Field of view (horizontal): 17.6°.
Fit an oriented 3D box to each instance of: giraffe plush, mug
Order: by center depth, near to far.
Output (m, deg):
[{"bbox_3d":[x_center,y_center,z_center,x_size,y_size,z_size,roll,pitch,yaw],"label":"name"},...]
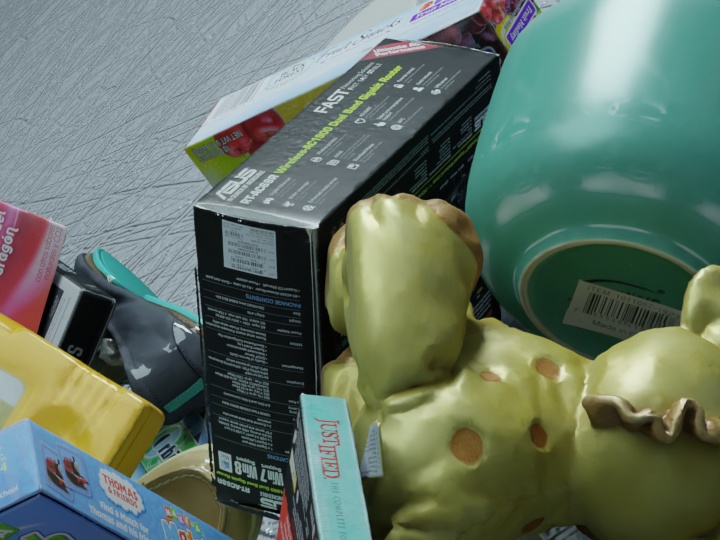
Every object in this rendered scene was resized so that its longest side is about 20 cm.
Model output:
[{"bbox_3d":[0.073,0.059,0.882,0.162,0.173,0.200,1,10,-7],"label":"giraffe plush"},{"bbox_3d":[0.133,-0.031,0.968,0.185,0.152,0.114,-16,41,39],"label":"mug"}]

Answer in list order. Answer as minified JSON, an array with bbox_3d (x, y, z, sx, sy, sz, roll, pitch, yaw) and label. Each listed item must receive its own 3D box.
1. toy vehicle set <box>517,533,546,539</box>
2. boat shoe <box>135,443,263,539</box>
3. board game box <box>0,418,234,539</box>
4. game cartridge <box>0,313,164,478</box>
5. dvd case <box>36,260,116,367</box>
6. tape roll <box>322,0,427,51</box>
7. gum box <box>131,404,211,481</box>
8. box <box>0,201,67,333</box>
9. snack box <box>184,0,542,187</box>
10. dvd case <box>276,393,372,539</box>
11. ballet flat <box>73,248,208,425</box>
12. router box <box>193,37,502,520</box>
[{"bbox_3d":[-0.016,0.152,1.008,0.200,0.027,0.124,-38,22,2],"label":"toy vehicle set"},{"bbox_3d":[-0.127,0.158,1.080,0.200,0.073,0.063,-45,-17,13],"label":"boat shoe"},{"bbox_3d":[-0.136,0.134,0.926,0.151,0.200,0.037,-25,58,17],"label":"board game box"},{"bbox_3d":[-0.212,0.095,1.081,0.200,0.032,0.176,27,82,31],"label":"game cartridge"},{"bbox_3d":[-0.194,0.063,1.260,0.150,0.025,0.200,-68,24,1],"label":"dvd case"},{"bbox_3d":[-0.018,-0.081,1.390,0.203,0.037,0.203,-49,15,18],"label":"tape roll"},{"bbox_3d":[-0.149,0.142,1.211,0.200,0.045,0.170,-29,23,19],"label":"gum box"},{"bbox_3d":[-0.235,0.060,1.200,0.103,0.095,0.200,-16,56,62],"label":"box"},{"bbox_3d":[0.029,-0.054,1.187,0.200,0.142,0.053,-22,26,37],"label":"snack box"},{"bbox_3d":[-0.021,0.164,0.815,0.022,0.200,0.146,6,22,-8],"label":"dvd case"},{"bbox_3d":[-0.125,0.038,1.235,0.073,0.073,0.200,-42,25,-9],"label":"ballet flat"},{"bbox_3d":[0.000,0.000,1.057,0.062,0.150,0.200,11,31,24],"label":"router box"}]
